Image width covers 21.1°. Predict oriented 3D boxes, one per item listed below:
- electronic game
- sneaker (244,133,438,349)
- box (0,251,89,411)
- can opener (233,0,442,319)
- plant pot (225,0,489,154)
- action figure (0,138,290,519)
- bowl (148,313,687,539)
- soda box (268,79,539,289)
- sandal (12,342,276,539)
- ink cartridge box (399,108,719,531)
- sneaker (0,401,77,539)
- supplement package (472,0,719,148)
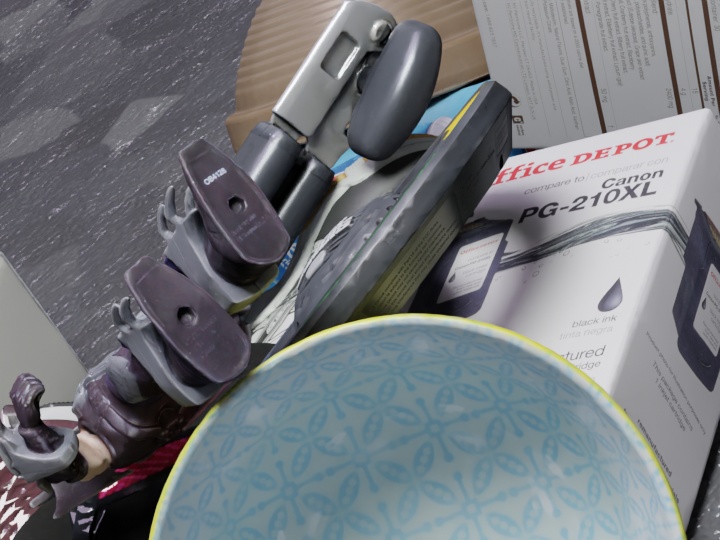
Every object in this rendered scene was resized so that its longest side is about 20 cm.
[{"bbox_3d":[0.000,0.000,0.835,0.200,0.042,0.200,-52,2,3],"label":"electronic game"},{"bbox_3d":[-0.005,0.022,0.999,0.200,0.076,0.088,-50,40,4],"label":"sneaker"},{"bbox_3d":[-0.277,0.092,1.131,0.199,0.109,0.128,-18,31,25],"label":"box"},{"bbox_3d":[-0.030,-0.046,0.972,0.067,0.053,0.201,26,82,50],"label":"can opener"},{"bbox_3d":[0.004,-0.143,1.156,0.200,0.093,0.201,-19,9,3],"label":"plant pot"},{"bbox_3d":[-0.083,0.032,0.779,0.130,0.069,0.200,-51,0,-31],"label":"action figure"},{"bbox_3d":[0.025,0.115,0.745,0.199,0.201,0.108,-30,-3,6],"label":"bowl"},{"bbox_3d":[0.012,-0.043,1.093,0.199,0.064,0.068,-17,32,29],"label":"soda box"},{"bbox_3d":[-0.096,0.082,0.887,0.075,0.045,0.200,11,39,32],"label":"sandal"},{"bbox_3d":[0.090,0.030,0.874,0.144,0.085,0.200,-12,34,35],"label":"ink cartridge box"},{"bbox_3d":[-0.197,0.125,0.916,0.199,0.076,0.116,-2,62,-12],"label":"sneaker"},{"bbox_3d":[0.171,-0.142,0.975,0.199,0.120,0.122,2,40,24],"label":"supplement package"}]
